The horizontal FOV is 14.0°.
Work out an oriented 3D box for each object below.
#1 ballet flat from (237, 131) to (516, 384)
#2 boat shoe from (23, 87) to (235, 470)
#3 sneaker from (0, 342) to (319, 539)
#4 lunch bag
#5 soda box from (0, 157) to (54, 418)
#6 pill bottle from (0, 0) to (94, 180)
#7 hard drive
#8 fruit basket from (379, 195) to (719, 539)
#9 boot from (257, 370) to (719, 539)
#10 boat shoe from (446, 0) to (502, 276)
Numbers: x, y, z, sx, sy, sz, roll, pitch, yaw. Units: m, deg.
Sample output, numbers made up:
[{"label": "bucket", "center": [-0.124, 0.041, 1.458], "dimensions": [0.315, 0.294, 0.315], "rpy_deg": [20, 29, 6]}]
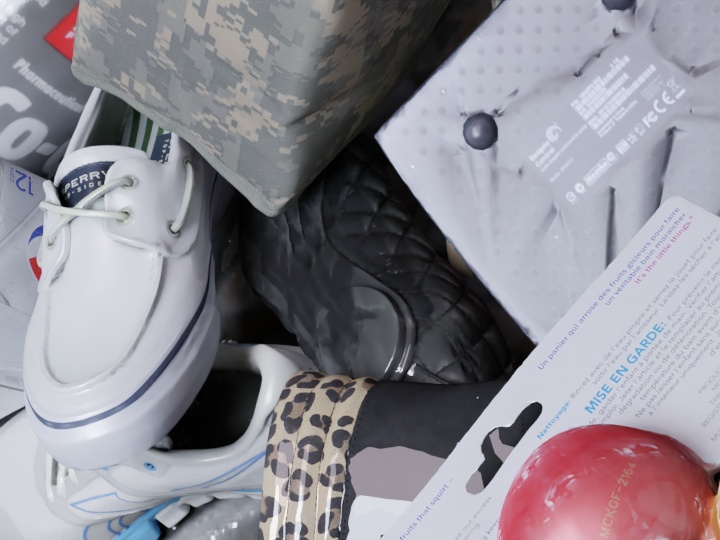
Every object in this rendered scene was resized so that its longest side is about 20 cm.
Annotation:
[{"label": "ballet flat", "center": [0.000, 0.000, 1.055], "dimensions": [0.067, 0.057, 0.200], "rpy_deg": [-54, 31, 18]}, {"label": "boat shoe", "center": [-0.090, -0.014, 1.053], "dimensions": [0.073, 0.067, 0.200], "rpy_deg": [-16, 34, 16]}, {"label": "sneaker", "center": [-0.084, 0.059, 1.088], "dimensions": [0.200, 0.087, 0.075], "rpy_deg": [-19, 65, 32]}, {"label": "lunch bag", "center": [-0.001, -0.148, 1.015], "dimensions": [0.118, 0.164, 0.200], "rpy_deg": [37, 64, 10]}, {"label": "soda box", "center": [-0.179, 0.029, 1.153], "dimensions": [0.200, 0.068, 0.064], "rpy_deg": [-27, 49, 39]}, {"label": "pill bottle", "center": [-0.131, -0.105, 1.164], "dimensions": [0.200, 0.114, 0.114], "rpy_deg": [-42, 54, 18]}, {"label": "hard drive", "center": [0.115, -0.015, 0.954], "dimensions": [0.135, 0.042, 0.200], "rpy_deg": [-46, 76, 14]}, {"label": "fruit basket", "center": [0.098, 0.088, 0.824], "dimensions": [0.185, 0.094, 0.200], "rpy_deg": [-50, 40, -8]}, {"label": "boot", "center": [0.046, 0.122, 0.935], "dimensions": [0.150, 0.073, 0.200], "rpy_deg": [2, 98, 23]}, {"label": "boat shoe", "center": [0.073, -0.092, 1.041], "dimensions": [0.062, 0.071, 0.200], "rpy_deg": [1, 78, 40]}]
